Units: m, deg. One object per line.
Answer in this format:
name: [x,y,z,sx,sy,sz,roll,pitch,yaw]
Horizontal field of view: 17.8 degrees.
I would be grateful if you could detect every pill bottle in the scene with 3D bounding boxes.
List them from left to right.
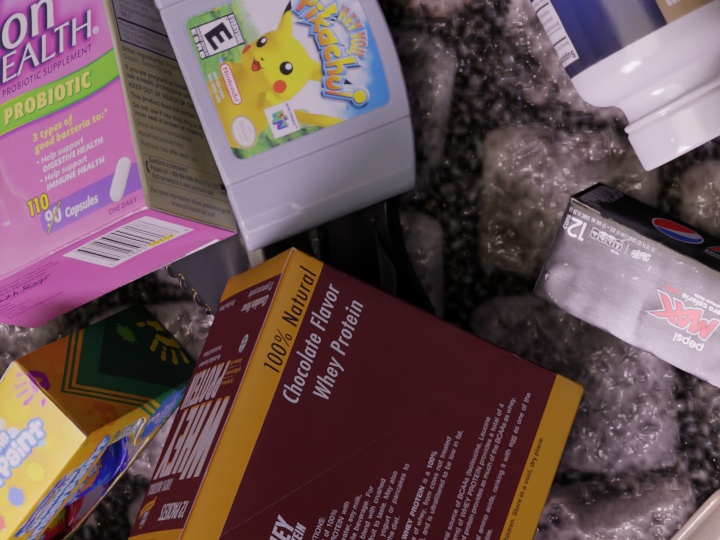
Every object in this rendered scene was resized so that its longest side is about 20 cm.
pill bottle: [0.155,-0.165,1.326,0.111,0.111,0.201,-28,90,26]

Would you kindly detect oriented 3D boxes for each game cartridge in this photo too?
game cartridge: [-0.044,-0.128,1.431,0.132,0.040,0.201,-21,86,-6]

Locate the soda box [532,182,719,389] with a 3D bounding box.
soda box: [0.208,0.022,1.371,0.199,0.063,0.071,27,112,17]

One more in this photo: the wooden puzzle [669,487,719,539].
wooden puzzle: [0.243,0.260,1.419,0.200,0.046,0.186,43,115,10]

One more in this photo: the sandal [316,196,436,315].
sandal: [-0.001,0.000,1.470,0.076,0.043,0.202,-11,97,25]

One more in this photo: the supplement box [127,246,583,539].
supplement box: [-0.008,0.124,1.364,0.199,0.133,0.199,25,74,-15]

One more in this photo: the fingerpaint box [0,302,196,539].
fingerpaint box: [-0.215,0.132,1.528,0.073,0.167,0.200,44,114,9]

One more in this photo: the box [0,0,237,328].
box: [-0.192,-0.091,1.468,0.175,0.096,0.201,-23,69,28]

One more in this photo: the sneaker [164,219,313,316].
sneaker: [-0.090,0.007,1.502,0.106,0.075,0.202,-13,87,30]
